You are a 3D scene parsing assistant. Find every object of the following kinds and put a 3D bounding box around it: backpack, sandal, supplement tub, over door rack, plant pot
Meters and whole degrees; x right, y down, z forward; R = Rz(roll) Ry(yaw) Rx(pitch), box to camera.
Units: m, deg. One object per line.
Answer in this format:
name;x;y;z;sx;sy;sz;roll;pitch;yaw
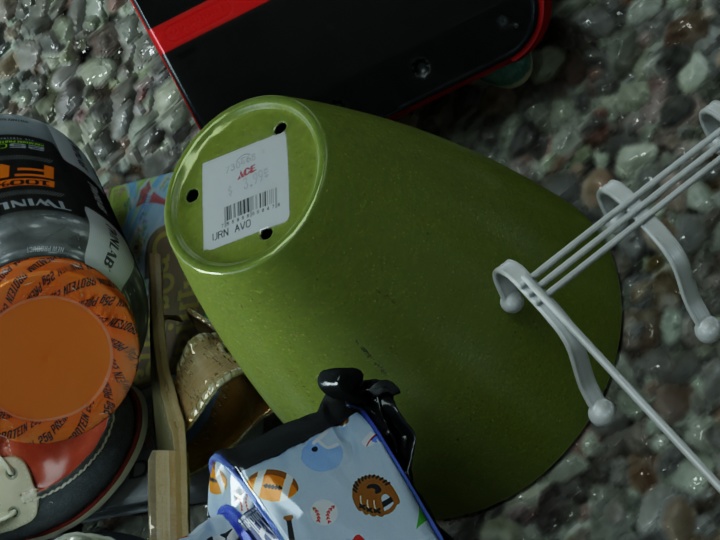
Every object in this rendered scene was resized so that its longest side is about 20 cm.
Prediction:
backpack;-0.003;0.177;1.289;0.154;0.200;0.191;-35;65;-19
sandal;-0.075;0.076;1.459;0.069;0.078;0.212;-1;43;-4
supplement tub;-0.180;0.005;1.487;0.123;0.123;0.200;-46;27;6
over door rack;0.178;0.030;1.300;0.148;0.067;0.200;-38;60;-15
plant pot;0.000;0.000;1.376;0.187;0.200;0.188;-16;58;28

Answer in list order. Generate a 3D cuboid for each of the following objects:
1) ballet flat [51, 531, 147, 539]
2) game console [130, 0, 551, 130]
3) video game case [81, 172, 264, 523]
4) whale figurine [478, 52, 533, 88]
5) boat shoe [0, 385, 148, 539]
ballet flat;-0.122;0.165;1.462;0.200;0.073;0.073;9;72;39
game console;-0.019;-0.156;1.448;0.200;0.031;0.177;-25;98;12
video game case;-0.128;0.041;1.564;0.182;0.022;0.201;-12;60;30
whale figurine;-0.002;-0.134;1.514;0.200;0.104;0.160;-2;65;32
boat shoe;-0.202;0.113;1.520;0.200;0.063;0.071;-29;50;26
